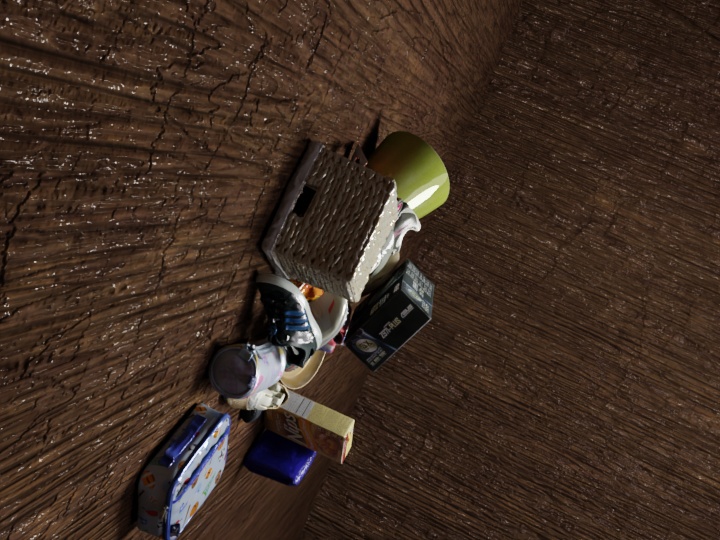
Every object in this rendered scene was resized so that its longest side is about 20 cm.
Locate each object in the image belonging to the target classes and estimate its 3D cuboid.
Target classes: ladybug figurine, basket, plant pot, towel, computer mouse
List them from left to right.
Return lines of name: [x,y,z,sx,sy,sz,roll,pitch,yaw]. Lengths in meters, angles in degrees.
computer mouse: [-0.192,0.216,1.690,0.059,0.034,0.202,-45,157,-64]
towel: [-0.162,0.384,1.959,0.201,0.146,0.050,-58,150,-38]
plant pot: [-0.122,0.132,1.700,0.200,0.027,0.203,-30,124,-56]
basket: [-0.044,-0.070,1.428,0.200,0.159,0.200,81,34,-77]
ladybug figurine: [-0.008,0.001,1.761,0.199,0.136,0.072,-29,142,-28]
plant pot: [0.053,-0.157,1.786,0.200,0.187,0.188,-41,159,-31]

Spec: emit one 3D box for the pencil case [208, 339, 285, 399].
pencil case: [-0.184,0.159,1.431,0.200,0.082,0.092,21,89,-81]

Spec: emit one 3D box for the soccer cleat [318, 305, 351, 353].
soccer cleat: [-0.052,0.113,1.684,0.067,0.076,0.200,-62,167,19]

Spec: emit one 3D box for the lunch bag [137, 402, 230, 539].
lunch bag: [-0.274,0.313,1.339,0.200,0.075,0.162,-56,165,-52]

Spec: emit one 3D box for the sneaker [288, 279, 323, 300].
sneaker: [-0.096,0.029,1.579,0.200,0.072,0.078,-46,120,-60]

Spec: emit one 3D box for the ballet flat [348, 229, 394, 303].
ballet flat: [0.000,0.000,1.615,0.201,0.067,0.064,-53,-172,28]

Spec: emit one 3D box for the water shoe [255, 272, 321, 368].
water shoe: [-0.123,0.087,1.434,0.079,0.071,0.201,-62,140,-31]

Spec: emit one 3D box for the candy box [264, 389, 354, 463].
candy box: [-0.115,0.337,1.894,0.116,0.198,0.056,97,19,-48]

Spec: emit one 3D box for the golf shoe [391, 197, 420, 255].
golf shoe: [0.030,-0.050,1.678,0.200,0.088,0.077,-45,-162,8]

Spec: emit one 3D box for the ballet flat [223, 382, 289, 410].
ballet flat: [-0.182,0.226,1.585,0.071,0.065,0.200,-69,162,3]

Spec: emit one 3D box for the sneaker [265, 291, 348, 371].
sneaker: [-0.108,0.103,1.545,0.200,0.071,0.093,-44,142,20]

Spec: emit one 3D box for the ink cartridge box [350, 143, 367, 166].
ink cartridge box: [-0.017,-0.124,1.625,0.162,0.050,0.202,-106,-140,-69]

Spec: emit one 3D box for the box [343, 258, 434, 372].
box: [0.060,0.086,1.723,0.164,0.086,0.200,-44,-172,18]
